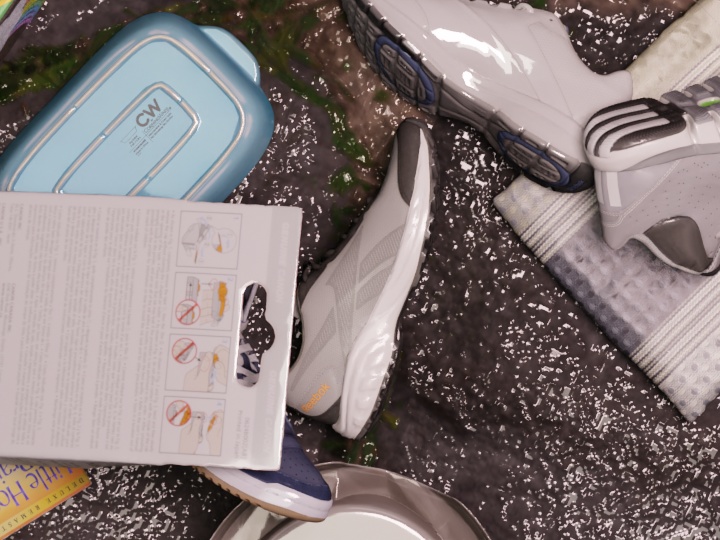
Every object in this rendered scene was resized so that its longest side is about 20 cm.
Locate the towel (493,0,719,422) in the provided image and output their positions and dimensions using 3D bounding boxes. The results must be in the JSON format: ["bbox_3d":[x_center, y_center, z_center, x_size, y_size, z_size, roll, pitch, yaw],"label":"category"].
[{"bbox_3d":[0.214,-0.041,1.756,0.200,0.035,0.193,-43,88,2],"label":"towel"}]

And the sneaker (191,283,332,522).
[{"bbox_3d":[-0.076,0.061,1.692,0.200,0.070,0.109,35,99,30],"label":"sneaker"}]

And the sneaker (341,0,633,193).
[{"bbox_3d":[0.077,-0.131,1.733,0.200,0.075,0.087,35,72,4],"label":"sneaker"}]

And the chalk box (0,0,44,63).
[{"bbox_3d":[-0.224,-0.230,1.697,0.124,0.125,0.200,34,89,-1],"label":"chalk box"}]

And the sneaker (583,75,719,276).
[{"bbox_3d":[0.230,-0.057,1.713,0.200,0.075,0.116,-12,118,-13],"label":"sneaker"}]

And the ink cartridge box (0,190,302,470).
[{"bbox_3d":[-0.134,0.038,1.673,0.200,0.047,0.160,3,80,10],"label":"ink cartridge box"}]

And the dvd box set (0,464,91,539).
[{"bbox_3d":[-0.268,0.079,1.707,0.146,0.029,0.200,-32,92,-40],"label":"dvd box set"}]

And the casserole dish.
[{"bbox_3d":[-0.143,-0.070,1.743,0.121,0.039,0.200,44,89,-2],"label":"casserole dish"}]

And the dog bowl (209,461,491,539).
[{"bbox_3d":[-0.006,0.214,1.739,0.200,0.059,0.200,0,92,0],"label":"dog bowl"}]

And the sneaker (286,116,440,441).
[{"bbox_3d":[0.000,0.000,1.730,0.079,0.074,0.200,18,91,4],"label":"sneaker"}]
